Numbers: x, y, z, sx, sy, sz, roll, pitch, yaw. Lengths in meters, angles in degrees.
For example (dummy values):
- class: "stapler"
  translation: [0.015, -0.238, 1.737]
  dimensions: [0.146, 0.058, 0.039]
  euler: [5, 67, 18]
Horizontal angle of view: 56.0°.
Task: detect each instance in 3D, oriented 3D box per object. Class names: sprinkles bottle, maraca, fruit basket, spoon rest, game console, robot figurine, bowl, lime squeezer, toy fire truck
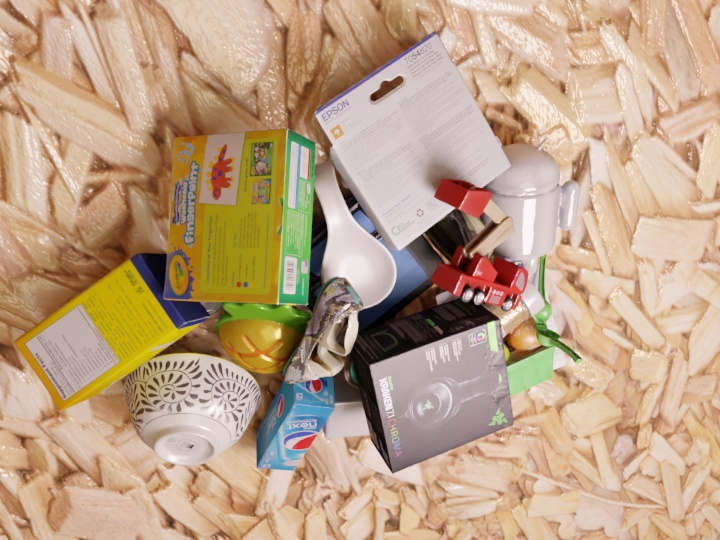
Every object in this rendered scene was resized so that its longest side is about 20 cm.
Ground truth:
- class: "sprinkles bottle"
  translation: [0.176, 0.087, 1.009]
  dimensions: [0.200, 0.068, 0.068]
  euler: [-37, 119, -2]
- class: "maraca"
  translation: [-0.132, 0.080, 0.938]
  dimensions: [0.137, 0.107, 0.200]
  euler: [6, 154, -7]
- class: "fruit basket"
  translation: [0.227, 0.097, 1.093]
  dimensions: [0.185, 0.094, 0.200]
  euler: [-22, 99, -12]
- class: "spoon rest"
  translation: [-0.019, -0.037, 0.862]
  dimensions: [0.099, 0.061, 0.200]
  euler: [-22, 112, -1]
- class: "game console"
  translation: [0.000, 0.000, 0.948]
  dimensions: [0.200, 0.118, 0.171]
  euler: [-40, 159, 6]
- class: "robot figurine"
  translation: [0.224, -0.094, 0.969]
  dimensions: [0.169, 0.113, 0.200]
  euler: [0, 118, 6]
- class: "bowl"
  translation: [-0.245, 0.216, 0.972]
  dimensions: [0.200, 0.094, 0.201]
  euler: [-3, 135, -3]
- class: "lime squeezer"
  translation: [0.285, 0.069, 1.036]
  dimensions: [0.038, 0.200, 0.071]
  euler: [-3, 142, -3]
- class: "toy fire truck"
  translation: [0.159, -0.029, 0.880]
  dimensions: [0.200, 0.049, 0.141]
  euler: [14, 103, -42]

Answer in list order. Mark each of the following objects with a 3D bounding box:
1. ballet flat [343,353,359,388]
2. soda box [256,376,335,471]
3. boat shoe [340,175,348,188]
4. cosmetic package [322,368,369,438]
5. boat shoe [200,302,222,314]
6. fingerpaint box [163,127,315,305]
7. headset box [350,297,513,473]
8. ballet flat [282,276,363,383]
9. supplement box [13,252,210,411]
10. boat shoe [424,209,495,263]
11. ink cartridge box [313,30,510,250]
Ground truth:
- class: "ballet flat"
  translation: [0.026, 0.131, 1.013]
  dimensions: [0.200, 0.067, 0.068]
  euler: [-9, 95, -49]
- class: "soda box"
  translation: [-0.102, 0.228, 1.028]
  dimensions: [0.064, 0.068, 0.200]
  euler: [10, 135, -19]
- class: "boat shoe"
  translation: [0.044, -0.188, 0.902]
  dimensions: [0.200, 0.071, 0.069]
  euler: [-39, 117, -5]
- class: "cosmetic package"
  translation: [0.035, 0.200, 1.072]
  dimensions: [0.200, 0.101, 0.071]
  euler: [-1, 117, -14]
- class: "boat shoe"
  translation: [-0.163, 0.001, 0.937]
  dimensions: [0.200, 0.069, 0.072]
  euler: [-36, 119, 4]
- class: "fingerpaint box"
  translation: [-0.145, -0.060, 0.819]
  dimensions: [0.167, 0.073, 0.200]
  euler: [0, 86, 25]
- class: "headset box"
  translation: [0.103, 0.149, 0.917]
  dimensions: [0.200, 0.093, 0.174]
  euler: [-17, 113, -14]
- class: "ballet flat"
  translation: [-0.047, 0.098, 0.882]
  dimensions: [0.072, 0.072, 0.200]
  euler: [10, 130, -20]
- class: "supplement box"
  translation: [-0.320, 0.076, 0.889]
  dimensions: [0.200, 0.110, 0.109]
  euler: [-34, 88, 3]
- class: "boat shoe"
  translation: [0.106, -0.079, 0.934]
  dimensions: [0.201, 0.066, 0.072]
  euler: [48, 134, -7]
- class: "ink cartridge box"
  translation: [0.064, -0.161, 0.849]
  dimensions: [0.200, 0.041, 0.200]
  euler: [-36, 106, -14]
